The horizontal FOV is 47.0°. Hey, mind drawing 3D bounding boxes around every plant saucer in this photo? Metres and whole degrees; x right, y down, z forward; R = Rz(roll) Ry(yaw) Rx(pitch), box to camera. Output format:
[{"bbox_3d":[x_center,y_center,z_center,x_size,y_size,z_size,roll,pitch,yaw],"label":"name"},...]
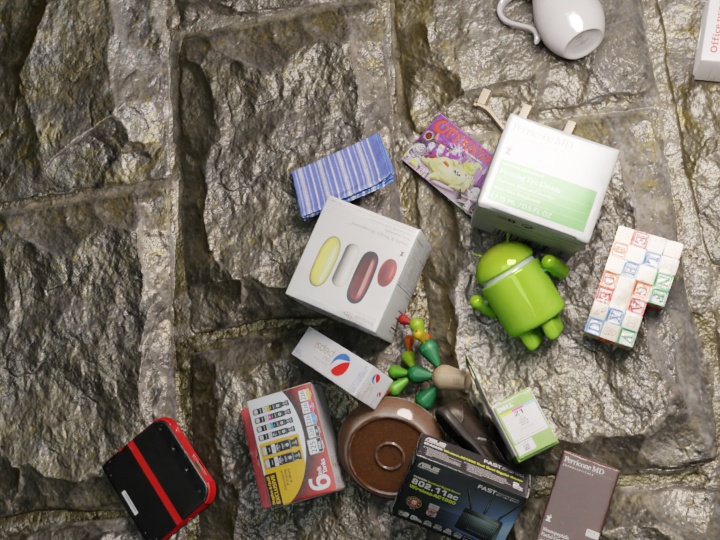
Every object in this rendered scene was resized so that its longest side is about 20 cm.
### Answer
[{"bbox_3d":[0.054,0.324,1.473,0.199,0.034,0.201,3,104,11],"label":"plant saucer"}]

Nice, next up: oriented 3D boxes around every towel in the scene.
[{"bbox_3d":[-0.037,-0.187,1.618,0.199,0.024,0.145,-23,48,8],"label":"towel"}]

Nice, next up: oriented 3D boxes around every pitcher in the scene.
[{"bbox_3d":[0.360,-0.487,1.572,0.171,0.121,0.201,-35,61,26],"label":"pitcher"}]

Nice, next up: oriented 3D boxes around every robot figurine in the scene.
[{"bbox_3d":[0.281,0.037,1.463,0.175,0.116,0.201,-33,86,27],"label":"robot figurine"}]

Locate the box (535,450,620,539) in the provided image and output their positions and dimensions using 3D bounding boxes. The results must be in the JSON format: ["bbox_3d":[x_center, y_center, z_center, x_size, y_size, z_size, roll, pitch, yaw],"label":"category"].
[{"bbox_3d":[0.362,0.416,1.402,0.100,0.075,0.201,17,82,17],"label":"box"}]

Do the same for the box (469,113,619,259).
[{"bbox_3d":[0.314,-0.140,1.445,0.198,0.200,0.172,20,84,6],"label":"box"}]

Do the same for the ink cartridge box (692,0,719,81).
[{"bbox_3d":[0.713,-0.414,1.476,0.199,0.086,0.147,9,81,14],"label":"ink cartridge box"}]

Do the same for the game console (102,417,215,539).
[{"bbox_3d":[-0.392,0.408,1.616,0.177,0.031,0.200,-41,72,8],"label":"game console"}]

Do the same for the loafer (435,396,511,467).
[{"bbox_3d":[0.219,0.300,1.443,0.071,0.073,0.200,-42,95,-19],"label":"loafer"}]

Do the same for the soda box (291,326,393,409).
[{"bbox_3d":[-0.036,0.175,1.502,0.200,0.068,0.064,27,80,48],"label":"soda box"}]

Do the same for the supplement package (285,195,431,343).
[{"bbox_3d":[0.000,0.000,1.535,0.190,0.147,0.201,21,83,17],"label":"supplement package"}]

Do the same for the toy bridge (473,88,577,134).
[{"bbox_3d":[0.306,-0.284,1.580,0.199,0.027,0.067,25,87,17],"label":"toy bridge"}]

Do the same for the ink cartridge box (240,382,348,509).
[{"bbox_3d":[-0.137,0.330,1.536,0.175,0.084,0.201,-19,76,10],"label":"ink cartridge box"}]

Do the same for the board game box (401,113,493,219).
[{"bbox_3d":[0.189,-0.196,1.592,0.200,0.032,0.120,41,86,18],"label":"board game box"}]

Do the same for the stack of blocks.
[{"bbox_3d":[0.479,0.035,1.456,0.115,0.059,0.201,19,84,16],"label":"stack of blocks"}]

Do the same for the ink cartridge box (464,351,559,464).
[{"bbox_3d":[0.255,0.225,1.424,0.075,0.148,0.201,-26,74,1],"label":"ink cartridge box"}]

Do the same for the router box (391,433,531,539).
[{"bbox_3d":[0.169,0.380,1.400,0.199,0.062,0.150,20,120,4],"label":"router box"}]

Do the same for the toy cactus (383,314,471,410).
[{"bbox_3d":[0.115,0.184,1.484,0.164,0.102,0.201,4,81,34],"label":"toy cactus"}]
